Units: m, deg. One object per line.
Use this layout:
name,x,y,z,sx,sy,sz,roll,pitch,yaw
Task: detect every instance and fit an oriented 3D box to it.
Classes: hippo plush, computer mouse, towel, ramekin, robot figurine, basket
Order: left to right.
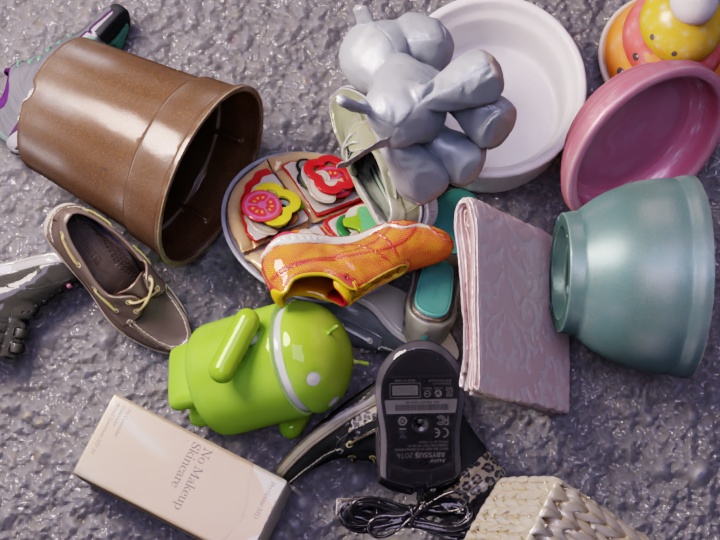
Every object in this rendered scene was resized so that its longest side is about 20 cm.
robot figurine,-0.095,0.097,1.609,0.198,0.176,0.117,-15,55,20
hippo plush,0.041,-0.170,1.600,0.198,0.160,0.161,-15,44,-17
computer mouse,0.050,0.159,1.561,0.137,0.053,0.202,4,104,-3
ramekin,0.136,-0.180,1.701,0.198,0.098,0.203,0,75,1
towel,0.153,0.041,1.604,0.032,0.199,0.193,-8,74,32
basket,0.201,0.294,1.530,0.199,0.135,0.124,36,70,-16

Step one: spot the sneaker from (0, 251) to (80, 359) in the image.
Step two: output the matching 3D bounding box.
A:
sneaker,-0.343,0.037,1.678,0.198,0.071,0.100,-13,88,-8

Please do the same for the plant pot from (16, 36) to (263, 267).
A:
plant pot,-0.234,-0.134,1.659,0.197,0.200,0.201,25,77,15

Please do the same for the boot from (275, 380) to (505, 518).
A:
boot,0.030,0.196,1.618,0.203,0.073,0.154,-36,90,7

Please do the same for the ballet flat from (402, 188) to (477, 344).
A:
ballet flat,0.080,-0.001,1.668,0.067,0.064,0.201,17,47,2

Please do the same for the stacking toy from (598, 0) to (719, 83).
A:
stacking toy,0.328,-0.254,1.662,0.145,0.200,0.148,0,75,2

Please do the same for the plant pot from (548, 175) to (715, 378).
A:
plant pot,0.260,0.004,1.591,0.133,0.200,0.202,2,75,-4

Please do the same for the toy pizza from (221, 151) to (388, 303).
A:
toy pizza,-0.045,-0.053,1.663,0.198,0.032,0.202,9,51,-10

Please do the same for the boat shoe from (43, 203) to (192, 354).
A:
boat shoe,-0.242,0.012,1.642,0.072,0.059,0.200,-45,107,-15

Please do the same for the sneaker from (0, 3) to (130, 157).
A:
sneaker,-0.336,-0.222,1.739,0.087,0.074,0.201,34,79,15

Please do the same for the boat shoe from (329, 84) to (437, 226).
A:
boat shoe,0.013,-0.121,1.677,0.062,0.072,0.201,0,46,-41

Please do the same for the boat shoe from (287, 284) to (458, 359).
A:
boat shoe,0.009,0.051,1.675,0.199,0.073,0.062,32,121,2

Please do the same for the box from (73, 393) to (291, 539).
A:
box,-0.176,0.213,1.617,0.199,0.078,0.096,24,77,8

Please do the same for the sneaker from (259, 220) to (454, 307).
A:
sneaker,0.000,0.000,1.587,0.198,0.073,0.078,-11,63,-14

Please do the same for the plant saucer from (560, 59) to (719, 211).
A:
plant saucer,0.283,-0.137,1.646,0.200,0.201,0.051,-32,53,-7
